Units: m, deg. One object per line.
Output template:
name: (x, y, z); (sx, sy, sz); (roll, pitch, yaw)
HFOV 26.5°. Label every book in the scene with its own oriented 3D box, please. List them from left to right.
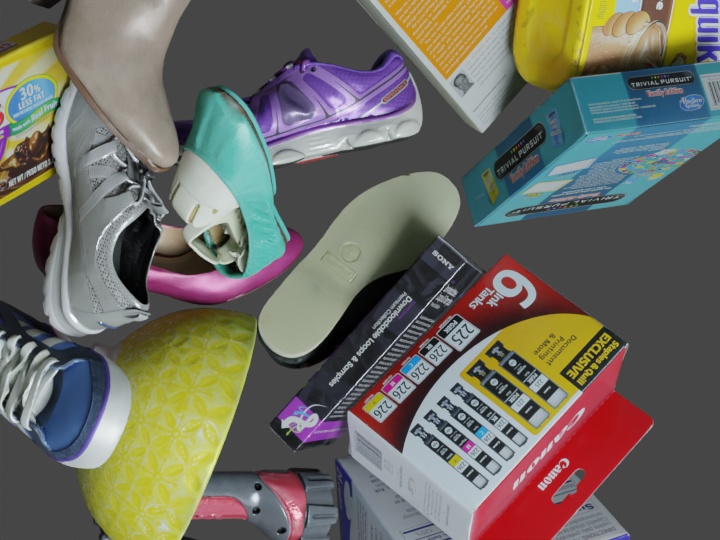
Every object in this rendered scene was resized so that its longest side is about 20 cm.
book: (0.078, -0.215, 1.153); (0.134, 0.048, 0.200); (-47, 128, -1)

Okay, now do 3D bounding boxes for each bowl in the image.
bowl: (-0.163, 0.109, 1.140); (0.107, 0.200, 0.200); (22, 107, -9)

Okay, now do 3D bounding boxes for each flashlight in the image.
flashlight: (-0.120, 0.199, 1.270); (0.200, 0.068, 0.068); (1, 130, -28)

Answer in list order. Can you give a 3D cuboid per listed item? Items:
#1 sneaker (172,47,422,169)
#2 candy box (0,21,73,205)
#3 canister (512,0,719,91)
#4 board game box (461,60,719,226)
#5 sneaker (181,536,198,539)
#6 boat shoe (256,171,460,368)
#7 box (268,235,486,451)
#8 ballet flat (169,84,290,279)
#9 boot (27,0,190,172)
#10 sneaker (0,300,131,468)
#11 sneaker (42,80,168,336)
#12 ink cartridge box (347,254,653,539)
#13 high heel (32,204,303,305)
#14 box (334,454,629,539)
sneaker: (-0.055, -0.119, 1.134); (0.200, 0.081, 0.084); (-14, 93, -15)
candy box: (-0.261, -0.083, 1.002); (0.200, 0.026, 0.102); (-39, 134, -45)
canister: (0.220, -0.210, 1.177); (0.200, 0.087, 0.149); (-7, 114, -35)
board game box: (0.188, -0.097, 1.196); (0.151, 0.200, 0.047); (-9, 76, -23)
sneaker: (-0.130, 0.290, 1.315); (0.201, 0.067, 0.108); (8, 110, -33)
boat shoe: (-0.002, -0.002, 1.224); (0.201, 0.074, 0.063); (-44, 167, -12)
box: (0.018, 0.061, 1.232); (0.200, 0.036, 0.143); (-47, 169, 4)
ballet flat: (-0.093, -0.047, 1.046); (0.070, 0.067, 0.200); (-43, 157, -14)
boot: (-0.135, -0.185, 0.992); (0.146, 0.070, 0.200); (-36, 89, 16)
sneaker: (-0.254, 0.064, 1.041); (0.146, 0.200, 0.081); (24, 93, -32)
sneaker: (-0.163, -0.054, 1.056); (0.075, 0.082, 0.201); (12, 79, -60)
ink cartridge box: (0.120, 0.117, 1.237); (0.200, 0.175, 0.084); (-44, 158, -23)
high heel: (-0.139, -0.022, 1.130); (0.200, 0.067, 0.096); (-16, 133, -15)
box: (0.101, 0.231, 1.317); (0.184, 0.200, 0.105); (-14, 124, -20)
